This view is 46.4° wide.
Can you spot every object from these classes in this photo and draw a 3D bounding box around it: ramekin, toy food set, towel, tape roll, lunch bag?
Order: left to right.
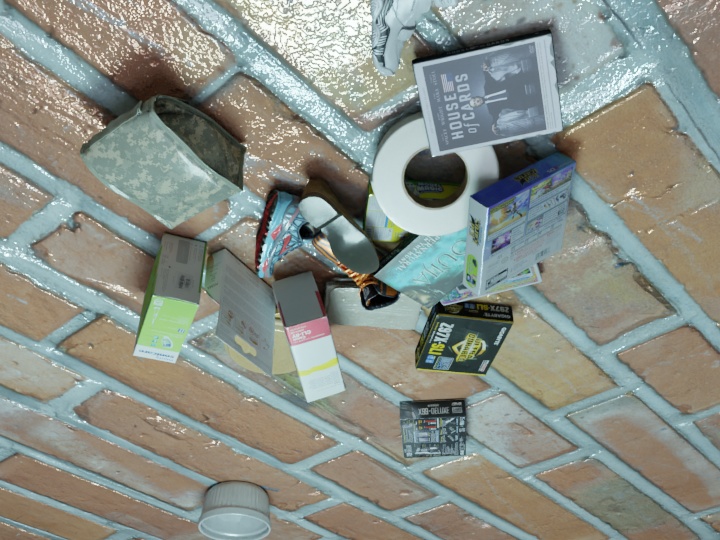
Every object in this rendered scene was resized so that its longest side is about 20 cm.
[{"bbox_3d":[-0.302,-0.177,1.288,0.164,0.118,0.200,-24,140,28],"label":"lunch bag"},{"bbox_3d":[-0.346,0.667,2.330,0.199,0.105,0.201,0,140,0],"label":"ramekin"},{"bbox_3d":[-0.190,0.149,1.742,0.197,0.049,0.200,-5,141,7],"label":"toy food set"},{"bbox_3d":[0.024,0.066,1.653,0.199,0.035,0.133,5,142,-5],"label":"towel"},{"bbox_3d":[0.116,-0.152,1.323,0.202,0.037,0.204,0,116,0],"label":"tape roll"}]

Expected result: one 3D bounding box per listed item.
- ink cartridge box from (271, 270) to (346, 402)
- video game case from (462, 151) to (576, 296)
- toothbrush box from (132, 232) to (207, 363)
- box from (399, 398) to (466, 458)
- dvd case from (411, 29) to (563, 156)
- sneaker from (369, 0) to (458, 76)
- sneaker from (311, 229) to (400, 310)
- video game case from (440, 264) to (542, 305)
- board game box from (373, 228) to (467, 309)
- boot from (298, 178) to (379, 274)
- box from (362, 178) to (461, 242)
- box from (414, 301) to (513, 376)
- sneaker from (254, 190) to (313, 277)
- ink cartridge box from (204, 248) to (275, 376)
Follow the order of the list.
[{"bbox_3d":[-0.098,0.128,1.599,0.083,0.145,0.201,-17,128,-6],"label":"ink cartridge box"},{"bbox_3d":[0.256,-0.076,1.364,0.200,0.045,0.182,-27,137,-27],"label":"video game case"},{"bbox_3d":[-0.351,0.053,1.547,0.086,0.146,0.200,14,138,-18],"label":"toothbrush box"},{"bbox_3d":[0.176,0.385,2.031,0.157,0.050,0.200,-4,140,5],"label":"box"},{"bbox_3d":[0.187,-0.255,1.226,0.199,0.025,0.151,-11,120,8],"label":"dvd case"},{"bbox_3d":[0.071,-0.345,1.115,0.114,0.075,0.200,1,138,3],"label":"sneaker"},{"bbox_3d":[0.000,0.000,1.509,0.200,0.112,0.078,24,135,-27],"label":"sneaker"},{"bbox_3d":[0.223,-0.001,1.550,0.199,0.024,0.182,-15,150,14],"label":"video game case"},{"bbox_3d":[0.136,-0.023,1.457,0.135,0.028,0.200,31,127,-25],"label":"board game box"},{"bbox_3d":[-0.029,-0.076,1.431,0.073,0.076,0.200,-25,124,22],"label":"boot"},{"bbox_3d":[0.107,-0.099,1.441,0.199,0.049,0.118,5,140,-4],"label":"box"},{"bbox_3d":[0.210,0.141,1.735,0.159,0.049,0.200,8,140,-7],"label":"box"},{"bbox_3d":[-0.131,-0.051,1.474,0.095,0.080,0.200,9,140,-14],"label":"sneaker"},{"bbox_3d":[-0.221,0.083,1.540,0.050,0.201,0.162,-22,136,25],"label":"ink cartridge box"}]
